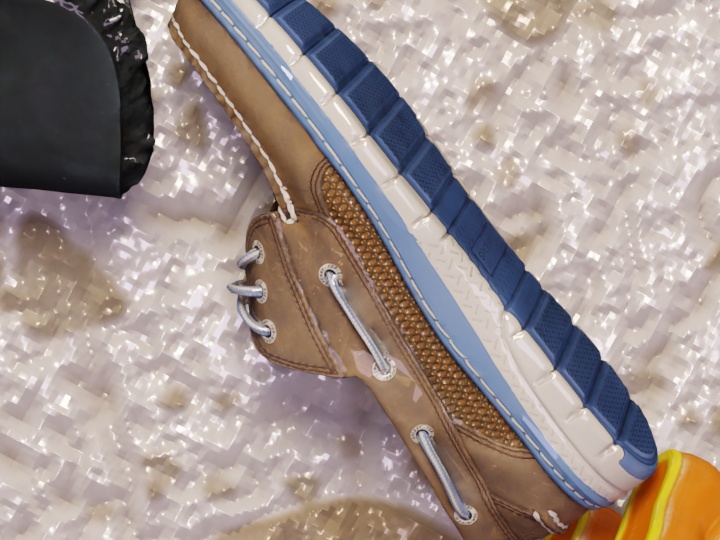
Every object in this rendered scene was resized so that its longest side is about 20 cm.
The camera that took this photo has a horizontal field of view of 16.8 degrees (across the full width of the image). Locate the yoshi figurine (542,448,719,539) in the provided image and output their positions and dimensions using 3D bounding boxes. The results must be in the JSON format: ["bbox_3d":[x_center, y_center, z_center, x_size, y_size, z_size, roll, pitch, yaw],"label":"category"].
[{"bbox_3d":[0.144,0.147,0.750,0.200,0.112,0.112,31,104,-14],"label":"yoshi figurine"}]

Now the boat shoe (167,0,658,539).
[{"bbox_3d":[0.000,0.000,0.718,0.072,0.072,0.200,-38,90,16],"label":"boat shoe"}]

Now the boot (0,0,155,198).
[{"bbox_3d":[-0.143,-0.031,0.688,0.168,0.076,0.200,4,91,-6],"label":"boot"}]
